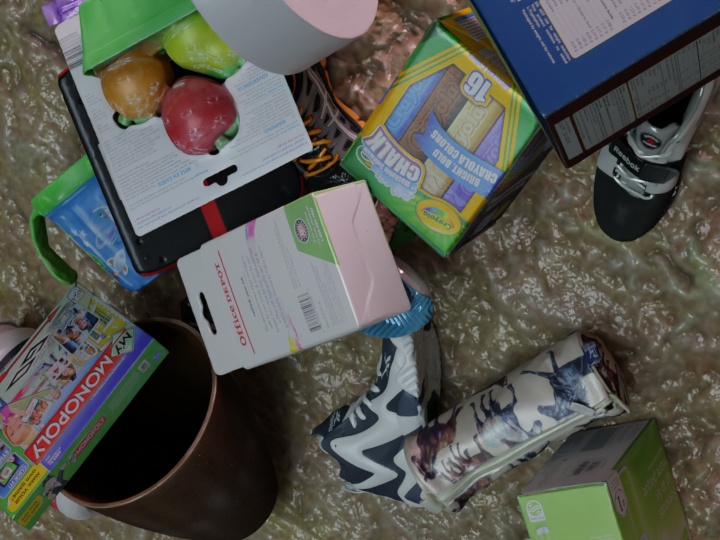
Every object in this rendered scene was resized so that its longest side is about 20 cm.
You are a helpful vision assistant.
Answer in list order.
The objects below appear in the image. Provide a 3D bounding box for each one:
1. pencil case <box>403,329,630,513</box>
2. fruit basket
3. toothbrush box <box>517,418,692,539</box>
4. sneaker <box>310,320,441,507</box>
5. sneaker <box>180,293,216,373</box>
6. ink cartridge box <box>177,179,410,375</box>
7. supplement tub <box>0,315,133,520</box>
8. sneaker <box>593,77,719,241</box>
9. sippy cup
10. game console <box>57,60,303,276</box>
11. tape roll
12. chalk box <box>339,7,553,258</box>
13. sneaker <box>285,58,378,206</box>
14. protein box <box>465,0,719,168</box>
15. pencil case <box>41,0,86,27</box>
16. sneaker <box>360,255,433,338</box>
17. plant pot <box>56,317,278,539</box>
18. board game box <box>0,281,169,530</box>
[{"bbox_3d":[0.132,0.132,1.369,0.199,0.090,0.078,-33,112,12],"label":"pencil case"},{"bbox_3d":[-0.150,-0.157,1.367,0.184,0.094,0.202,-25,89,20],"label":"fruit basket"},{"bbox_3d":[0.221,0.249,1.360,0.085,0.145,0.202,-12,100,30],"label":"toothbrush box"},{"bbox_3d":[0.009,0.122,1.470,0.128,0.080,0.201,-3,115,20],"label":"sneaker"},{"bbox_3d":[-0.096,0.034,1.506,0.199,0.066,0.091,-17,100,34],"label":"sneaker"},{"bbox_3d":[-0.061,0.010,1.358,0.199,0.067,0.118,-21,89,46],"label":"ink cartridge box"},{"bbox_3d":[-0.321,0.146,1.620,0.199,0.140,0.141,30,118,17],"label":"supplement tub"},{"bbox_3d":[0.228,-0.106,1.275,0.074,0.088,0.201,28,119,16],"label":"sneaker"},{"bbox_3d":[-0.219,-0.056,1.514,0.131,0.140,0.177,52,145,-8],"label":"sippy cup"},{"bbox_3d":[-0.158,-0.117,1.450,0.175,0.031,0.202,-23,96,-9],"label":"game console"},{"bbox_3d":[-0.072,-0.267,1.318,0.070,0.202,0.204,-26,93,32],"label":"tape roll"},{"bbox_3d":[0.077,-0.103,1.335,0.124,0.124,0.201,42,119,9],"label":"chalk box"},{"bbox_3d":[-0.050,-0.132,1.422,0.078,0.077,0.201,-28,93,30],"label":"sneaker"},{"bbox_3d":[0.179,-0.223,1.165,0.199,0.135,0.200,-30,73,6],"label":"protein box"},{"bbox_3d":[-0.189,-0.267,1.447,0.199,0.085,0.085,-23,96,33],"label":"pencil case"},{"bbox_3d":[0.000,0.000,1.403,0.199,0.080,0.077,24,119,45],"label":"sneaker"},{"bbox_3d":[-0.165,0.176,1.508,0.185,0.188,0.200,-4,147,29],"label":"plant pot"},{"bbox_3d":[-0.280,0.119,1.463,0.134,0.029,0.201,29,78,42],"label":"board game box"}]
